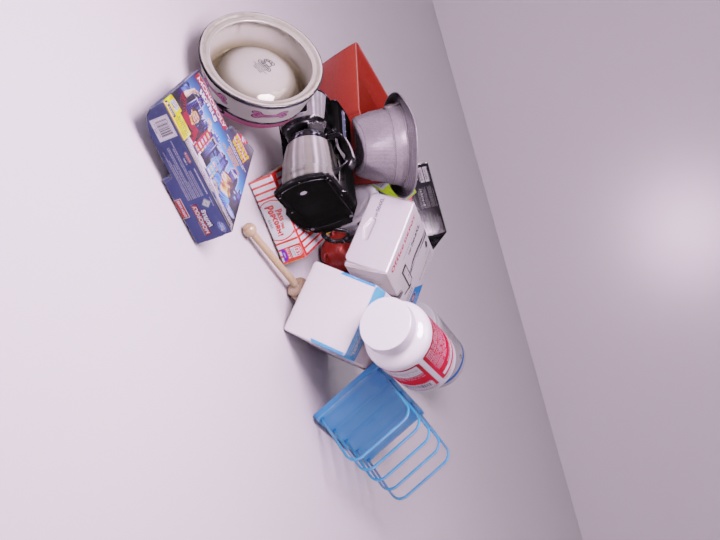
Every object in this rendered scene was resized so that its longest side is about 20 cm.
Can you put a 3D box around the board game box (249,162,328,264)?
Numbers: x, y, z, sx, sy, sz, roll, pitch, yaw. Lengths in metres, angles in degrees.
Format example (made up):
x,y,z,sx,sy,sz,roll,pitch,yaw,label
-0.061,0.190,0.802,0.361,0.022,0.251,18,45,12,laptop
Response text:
x,y,z,sx,sy,sz,roll,pitch,yaw,label
-0.115,-0.113,1.555,0.153,0.046,0.200,67,20,-12,board game box

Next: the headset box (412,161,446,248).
x,y,z,sx,sy,sz,roll,pitch,yaw,label
0.125,-0.140,2.100,0.200,0.092,0.176,115,-39,-79,headset box

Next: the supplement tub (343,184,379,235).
x,y,z,sx,sy,sz,roll,pitch,yaw,label
0.020,-0.073,1.794,0.200,0.122,0.123,55,26,-44,supplement tub

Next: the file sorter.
x,y,z,sx,sy,sz,roll,pitch,yaw,label
0.045,0.275,1.474,0.123,0.139,0.200,48,-2,42,file sorter

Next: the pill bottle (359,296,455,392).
x,y,z,sx,sy,sz,roll,pitch,yaw,label
0.073,0.116,1.401,0.200,0.111,0.113,45,33,-58,pill bottle

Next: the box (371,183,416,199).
x,y,z,sx,sy,sz,roll,pitch,yaw,label
0.039,-0.243,1.845,0.121,0.048,0.201,24,36,-39,box

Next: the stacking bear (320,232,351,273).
x,y,z,sx,sy,sz,roll,pitch,yaw,label
0.000,0.000,1.699,0.200,0.113,0.122,43,62,-40,stacking bear

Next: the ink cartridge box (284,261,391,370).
x,y,z,sx,sy,sz,roll,pitch,yaw,label
-0.010,0.090,1.488,0.126,0.128,0.200,-65,150,-8,ink cartridge box

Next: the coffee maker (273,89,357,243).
x,y,z,sx,sy,sz,roll,pitch,yaw,label
-0.077,-0.177,1.497,0.193,0.133,0.201,88,-2,-57,coffee maker

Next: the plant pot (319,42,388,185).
x,y,z,sx,sy,sz,roll,pitch,yaw,label
-0.042,-0.279,1.709,0.200,0.175,0.201,52,27,-47,plant pot

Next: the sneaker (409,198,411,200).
x,y,z,sx,sy,sz,roll,pitch,yaw,label
0.095,-0.083,1.915,0.087,0.073,0.201,-43,141,-44,sneaker

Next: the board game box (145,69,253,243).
x,y,z,sx,sy,sz,roll,pitch,yaw,label
-0.226,-0.175,1.272,0.200,0.061,0.201,-72,141,-61,board game box

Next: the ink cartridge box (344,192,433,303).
x,y,z,sx,sy,sz,roll,pitch,yaw,label
0.056,-0.023,1.573,0.200,0.084,0.147,59,49,-62,ink cartridge box

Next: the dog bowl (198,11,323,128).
x,y,z,sx,sy,sz,roll,pitch,yaw,label
-0.164,-0.313,1.402,0.074,0.198,0.202,119,-28,-53,dog bowl

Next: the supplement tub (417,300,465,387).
x,y,z,sx,sy,sz,roll,pitch,yaw,label
0.139,0.163,1.920,0.200,0.131,0.133,46,32,-52,supplement tub

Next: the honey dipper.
x,y,z,sx,sy,sz,roll,pitch,yaw,label
-0.134,-0.007,1.440,0.200,0.038,0.038,52,28,-40,honey dipper

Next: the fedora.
x,y,z,sx,sy,sz,roll,pitch,yaw,label
0.032,-0.212,1.504,0.200,0.089,0.178,-113,-160,-63,fedora
